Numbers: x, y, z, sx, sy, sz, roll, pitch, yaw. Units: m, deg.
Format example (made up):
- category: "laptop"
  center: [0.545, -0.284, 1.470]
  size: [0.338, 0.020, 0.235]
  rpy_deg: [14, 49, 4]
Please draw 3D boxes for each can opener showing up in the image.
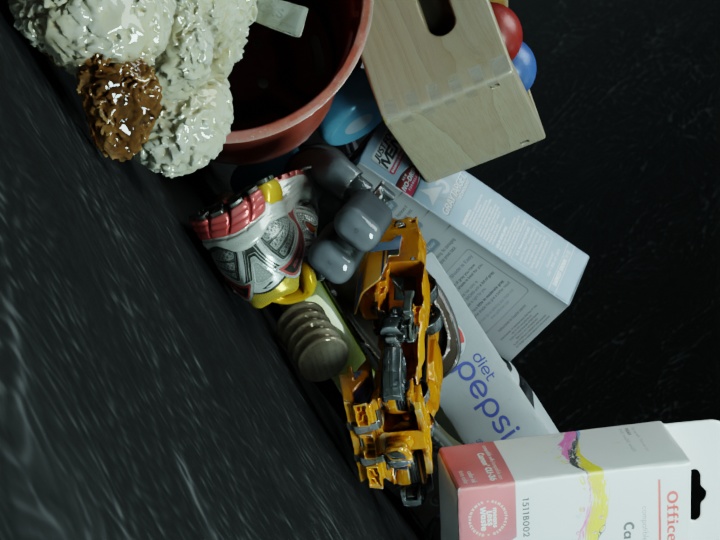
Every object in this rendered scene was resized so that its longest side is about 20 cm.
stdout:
- category: "can opener"
  center: [-0.016, -0.039, 1.555]
  size: [0.067, 0.053, 0.200]
  rpy_deg: [40, 9, -1]

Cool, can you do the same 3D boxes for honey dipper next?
- category: "honey dipper"
  center: [-0.061, 0.005, 1.659]
  size: [0.038, 0.038, 0.200]
  rpy_deg: [54, 2, -42]

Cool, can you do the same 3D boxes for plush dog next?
- category: "plush dog"
  center: [-0.136, -0.160, 1.364]
  size: [0.201, 0.160, 0.172]
  rpy_deg: [55, 29, 3]

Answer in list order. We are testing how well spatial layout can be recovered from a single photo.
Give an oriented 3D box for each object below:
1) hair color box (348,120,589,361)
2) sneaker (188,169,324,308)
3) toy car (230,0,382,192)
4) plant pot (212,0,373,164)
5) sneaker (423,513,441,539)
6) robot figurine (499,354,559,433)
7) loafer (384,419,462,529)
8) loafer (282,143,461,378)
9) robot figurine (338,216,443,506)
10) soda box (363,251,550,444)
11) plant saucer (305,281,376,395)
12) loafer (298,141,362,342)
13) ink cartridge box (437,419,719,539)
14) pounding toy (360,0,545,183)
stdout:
- category: "hair color box"
  center: [0.069, -0.024, 1.859]
  size: [0.199, 0.099, 0.061]
  rpy_deg: [34, 50, -8]
- category: "sneaker"
  center: [-0.063, -0.014, 1.570]
  size: [0.083, 0.077, 0.200]
  rpy_deg: [64, 10, -2]
- category: "toy car"
  center: [-0.037, -0.161, 1.883]
  size: [0.199, 0.177, 0.185]
  rpy_deg: [-4, 57, -56]
- category: "plant pot"
  center: [-0.089, -0.166, 1.660]
  size: [0.202, 0.200, 0.195]
  rpy_deg: [57, -5, 9]
- category: "sneaker"
  center: [0.117, 0.216, 1.676]
  size: [0.199, 0.076, 0.079]
  rpy_deg: [30, 14, -34]
- category: "robot figurine"
  center: [0.105, 0.152, 1.926]
  size: [0.201, 0.124, 0.150]
  rpy_deg: [56, -2, -25]
- category: "loafer"
  center: [0.064, 0.154, 1.727]
  size: [0.200, 0.075, 0.070]
  rpy_deg: [55, 8, -38]
- category: "loafer"
  center: [0.000, 0.000, 1.734]
  size: [0.201, 0.073, 0.071]
  rpy_deg: [54, 11, 2]
- category: "robot figurine"
  center: [0.023, 0.064, 1.596]
  size: [0.201, 0.058, 0.146]
  rpy_deg: [-83, 165, -52]
- category: "soda box"
  center: [0.074, 0.091, 1.812]
  size: [0.201, 0.068, 0.063]
  rpy_deg: [56, -22, 2]
- category: "plant saucer"
  center: [-0.028, 0.037, 1.776]
  size: [0.201, 0.031, 0.200]
  rpy_deg: [59, 0, 0]
- category: "loafer"
  center: [-0.013, -0.027, 1.937]
  size: [0.063, 0.071, 0.201]
  rpy_deg: [43, 31, -50]
- category: "ink cartridge box"
  center: [0.156, 0.171, 1.574]
  size: [0.068, 0.198, 0.117]
  rpy_deg: [-118, -157, -67]
- category: "pounding toy"
  center: [0.066, -0.203, 1.745]
  size: [0.184, 0.141, 0.201]
  rpy_deg: [47, 24, -71]
